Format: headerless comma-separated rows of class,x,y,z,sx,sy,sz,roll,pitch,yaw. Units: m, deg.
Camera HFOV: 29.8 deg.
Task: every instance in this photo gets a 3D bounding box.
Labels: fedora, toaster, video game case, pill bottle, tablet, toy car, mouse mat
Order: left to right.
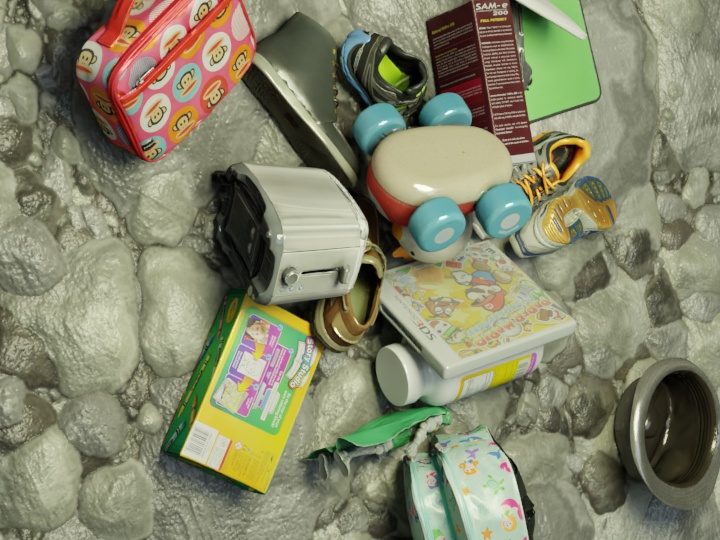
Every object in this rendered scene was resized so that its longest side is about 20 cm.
toaster,-0.078,-0.046,1.499,0.128,0.200,0.115,0,123,-28
toy car,0.076,-0.069,1.591,0.175,0.201,0.185,-12,54,-27
pill bottle,0.119,0.102,1.649,0.198,0.104,0.106,-15,97,-30
video game case,0.129,0.042,1.624,0.198,0.182,0.023,-16,134,-30
tablet,0.186,-0.354,1.684,0.199,0.130,0.014,25,109,-26
mouse mat,0.229,-0.279,1.775,0.198,0.008,0.163,-19,99,-29
fedora,0.404,0.219,1.825,0.175,0.090,0.203,12,77,-32

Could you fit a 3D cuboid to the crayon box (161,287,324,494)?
crayon box,-0.128,0.136,1.527,0.118,0.058,0.202,29,75,-28

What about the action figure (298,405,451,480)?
action figure,0.037,0.198,1.608,0.199,0.118,0.055,-17,91,-40

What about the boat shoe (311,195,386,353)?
boat shoe,0.000,0.000,1.567,0.075,0.074,0.202,29,53,-30

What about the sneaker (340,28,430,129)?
sneaker,0.050,-0.209,1.611,0.200,0.082,0.071,48,64,-43

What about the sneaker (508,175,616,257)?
sneaker,0.261,-0.068,1.760,0.199,0.088,0.076,-18,83,-52

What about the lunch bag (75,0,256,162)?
lunch bag,-0.206,-0.234,1.427,0.200,0.081,0.177,-50,150,-21

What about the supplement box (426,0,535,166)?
supplement box,0.147,-0.222,1.658,0.060,0.109,0.203,-10,91,-29

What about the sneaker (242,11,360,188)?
sneaker,-0.042,-0.199,1.572,0.106,0.075,0.201,-46,110,-23

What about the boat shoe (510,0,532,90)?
boat shoe,0.188,-0.253,1.713,0.066,0.070,0.203,-6,85,-28

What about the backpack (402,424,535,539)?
backpack,0.132,0.286,1.602,0.149,0.200,0.180,-13,98,-10

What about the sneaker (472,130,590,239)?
sneaker,0.215,-0.115,1.725,0.200,0.077,0.079,-45,112,-22
